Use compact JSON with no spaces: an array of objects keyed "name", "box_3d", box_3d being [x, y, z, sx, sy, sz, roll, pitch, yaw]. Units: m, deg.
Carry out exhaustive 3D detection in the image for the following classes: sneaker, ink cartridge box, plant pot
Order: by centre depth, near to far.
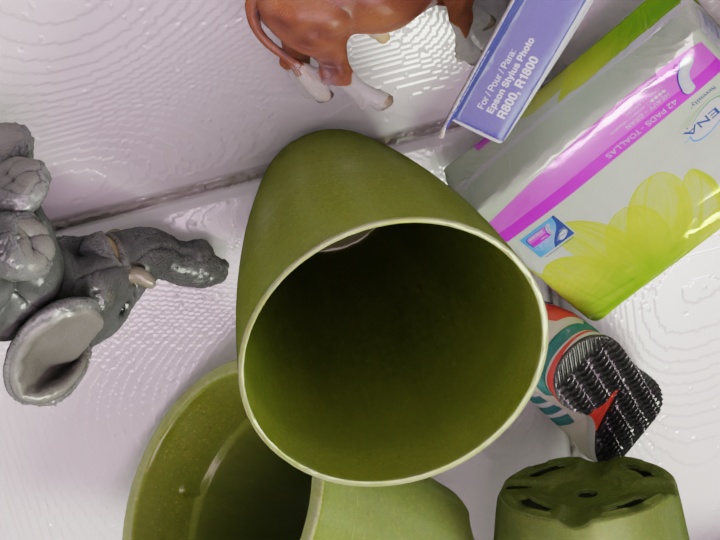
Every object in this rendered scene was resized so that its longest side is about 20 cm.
[{"name":"ink cartridge box","box_3d":[0.123,-0.175,1.234,0.043,0.200,0.197,30,114,0]},{"name":"plant pot","box_3d":[0.000,0.000,1.304,0.186,0.200,0.188,-6,122,-10]},{"name":"plant pot","box_3d":[-0.026,0.183,1.427,0.190,0.200,0.200,24,114,-38]},{"name":"plant pot","box_3d":[0.160,0.234,1.439,0.199,0.200,0.191,-9,104,-9]},{"name":"sneaker","box_3d":[0.147,0.070,1.472,0.070,0.093,0.200,-48,149,-4]}]

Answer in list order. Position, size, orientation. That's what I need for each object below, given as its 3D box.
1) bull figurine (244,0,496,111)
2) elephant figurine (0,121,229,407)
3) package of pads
[{"name":"bull figurine","box_3d":[0.029,-0.175,1.284,0.199,0.065,0.122,-22,125,-1]},{"name":"elephant figurine","box_3d":[-0.199,0.012,1.314,0.155,0.142,0.200,-9,146,25]},{"name":"package of pads","box_3d":[0.179,-0.071,1.369,0.200,0.068,0.154,-39,129,18]}]
